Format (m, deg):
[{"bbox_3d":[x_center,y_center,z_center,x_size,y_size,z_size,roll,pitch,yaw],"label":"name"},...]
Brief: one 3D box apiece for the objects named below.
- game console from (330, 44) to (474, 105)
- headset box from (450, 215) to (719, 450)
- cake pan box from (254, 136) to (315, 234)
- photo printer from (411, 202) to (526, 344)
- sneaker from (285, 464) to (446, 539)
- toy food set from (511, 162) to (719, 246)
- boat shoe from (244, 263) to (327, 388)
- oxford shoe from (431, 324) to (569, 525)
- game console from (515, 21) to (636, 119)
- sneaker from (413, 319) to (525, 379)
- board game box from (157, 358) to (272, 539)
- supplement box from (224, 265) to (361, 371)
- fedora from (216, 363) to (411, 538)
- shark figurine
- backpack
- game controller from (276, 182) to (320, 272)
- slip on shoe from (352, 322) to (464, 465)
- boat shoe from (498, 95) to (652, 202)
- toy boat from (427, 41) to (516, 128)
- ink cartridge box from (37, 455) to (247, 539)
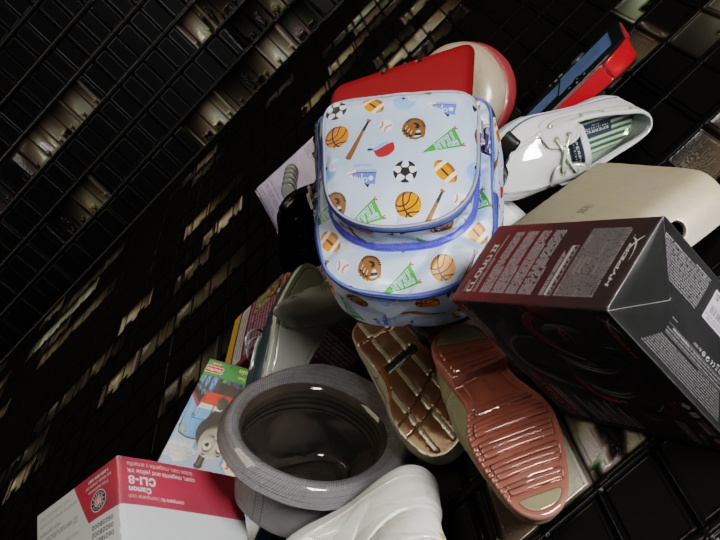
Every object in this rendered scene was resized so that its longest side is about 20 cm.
[{"bbox_3d":[0.061,-0.153,1.216,0.197,0.175,0.119,-13,18,26],"label":"game console"},{"bbox_3d":[0.167,0.041,0.700,0.075,0.148,0.199,-53,21,-16],"label":"headset box"},{"bbox_3d":[-0.022,-0.083,1.293,0.184,0.052,0.202,-41,63,20],"label":"cake pan box"},{"bbox_3d":[0.099,-0.014,1.056,0.167,0.069,0.200,-47,20,7],"label":"photo printer"},{"bbox_3d":[-0.013,0.251,0.803,0.200,0.074,0.116,-43,17,11],"label":"sneaker"},{"bbox_3d":[0.208,-0.029,0.876,0.142,0.061,0.200,-34,18,-13],"label":"toy food set"},{"bbox_3d":[-0.083,0.090,1.057,0.061,0.074,0.204,-12,62,47],"label":"boat shoe"},{"bbox_3d":[0.112,0.129,0.795,0.069,0.075,0.201,-13,38,-6],"label":"oxford shoe"},{"bbox_3d":[0.229,-0.200,1.120,0.176,0.031,0.200,-40,7,22],"label":"game console"},{"bbox_3d":[0.097,0.030,0.927,0.075,0.071,0.199,-39,48,-18],"label":"sneaker"},{"bbox_3d":[-0.138,0.203,1.066,0.149,0.037,0.202,11,61,25],"label":"board game box"},{"bbox_3d":[-0.058,0.066,1.190,0.199,0.103,0.132,-41,21,23],"label":"supplement box"},{"bbox_3d":[-0.048,0.179,0.940,0.200,0.175,0.092,-38,-33,-58],"label":"fedora"},{"bbox_3d":[0.017,-0.008,1.039,0.089,0.128,0.216,22,75,49],"label":"shark figurine"},{"bbox_3d":[0.042,-0.052,0.866,0.196,0.154,0.194,-6,70,12],"label":"backpack"},{"bbox_3d":[-0.004,-0.064,1.098,0.197,0.106,0.042,-21,39,-25],"label":"game controller"},{"bbox_3d":[0.052,0.114,0.944,0.076,0.061,0.200,-35,39,-4],"label":"slip on shoe"},{"bbox_3d":[0.197,-0.123,0.974,0.198,0.075,0.066,-31,25,-21],"label":"boat shoe"},{"bbox_3d":[0.128,-0.201,1.291,0.130,0.132,0.200,-16,-23,-44],"label":"toy boat"},{"bbox_3d":[-0.190,0.295,0.887,0.145,0.143,0.203,-36,51,31],"label":"ink cartridge box"}]
